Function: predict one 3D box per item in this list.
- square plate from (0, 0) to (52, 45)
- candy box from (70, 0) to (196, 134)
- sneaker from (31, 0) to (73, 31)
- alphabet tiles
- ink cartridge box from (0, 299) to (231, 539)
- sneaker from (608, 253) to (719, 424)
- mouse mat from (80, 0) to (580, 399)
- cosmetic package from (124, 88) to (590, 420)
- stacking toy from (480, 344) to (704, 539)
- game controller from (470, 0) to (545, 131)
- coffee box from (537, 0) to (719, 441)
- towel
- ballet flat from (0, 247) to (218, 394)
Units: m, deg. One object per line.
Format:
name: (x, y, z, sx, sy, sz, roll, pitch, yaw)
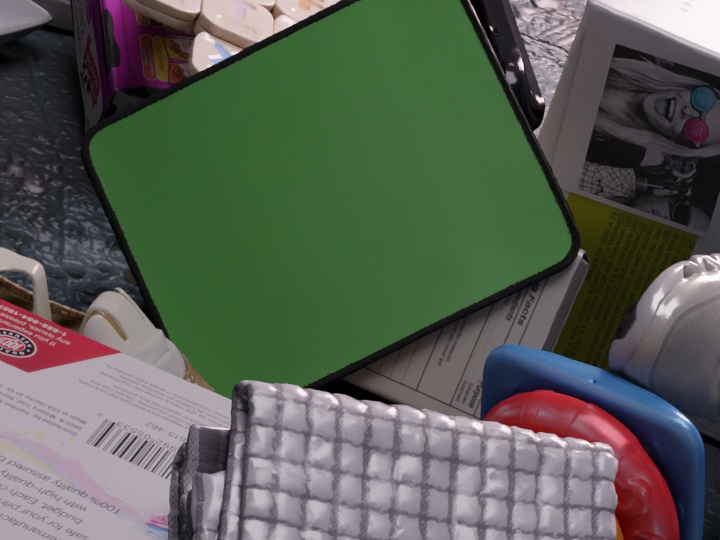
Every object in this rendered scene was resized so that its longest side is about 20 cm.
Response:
square plate: (-0.305, -0.155, 1.397, 0.199, 0.029, 0.198, 33, 34, 23)
candy box: (-0.056, -0.121, 1.408, 0.199, 0.061, 0.137, 5, 51, -20)
sneaker: (-0.112, -0.174, 1.477, 0.199, 0.082, 0.074, 9, 33, -16)
alphabet tiles: (-0.028, -0.123, 1.321, 0.199, 0.015, 0.196, 23, 26, -11)
ink cartridge box: (-0.144, 0.107, 1.007, 0.145, 0.083, 0.200, 23, 31, 8)
sneaker: (0.193, 0.048, 1.153, 0.199, 0.075, 0.081, 15, 19, -43)
mouse mat: (-0.015, -0.035, 1.185, 0.008, 0.199, 0.162, 43, 21, -81)
cosmetic package: (0.000, 0.000, 1.220, 0.199, 0.104, 0.073, 25, 0, 8)
stacking toy: (0.053, 0.132, 1.072, 0.116, 0.110, 0.200, 22, 40, 29)
game controller: (0.069, -0.110, 1.449, 0.042, 0.105, 0.200, 3, 33, -9)
coffee box: (0.198, -0.051, 1.327, 0.197, 0.201, 0.200, 24, 31, 8)
towel: (0.007, 0.152, 0.947, 0.164, 0.086, 0.201, 10, 65, -19)
ballet flat: (-0.140, 0.032, 1.147, 0.199, 0.066, 0.071, 19, 31, 2)
